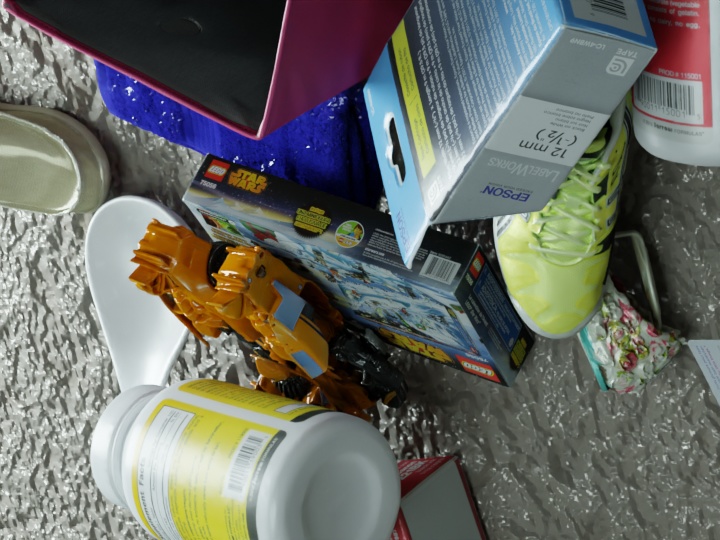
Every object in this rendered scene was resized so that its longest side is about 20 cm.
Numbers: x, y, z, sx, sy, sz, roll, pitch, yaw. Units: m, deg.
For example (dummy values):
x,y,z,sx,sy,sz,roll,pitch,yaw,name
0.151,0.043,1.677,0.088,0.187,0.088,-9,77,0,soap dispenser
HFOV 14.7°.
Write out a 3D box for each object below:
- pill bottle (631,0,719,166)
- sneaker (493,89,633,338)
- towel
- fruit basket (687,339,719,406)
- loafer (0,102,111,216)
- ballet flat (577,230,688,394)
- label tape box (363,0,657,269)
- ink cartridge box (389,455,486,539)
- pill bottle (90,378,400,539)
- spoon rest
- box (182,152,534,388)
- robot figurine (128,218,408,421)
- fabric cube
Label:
x,y,z,sx,sy,sz,roll,pitch,yaw,name
0.201,-0.166,1.524,0.112,0.112,0.200,10,115,32,pill bottle
0.116,-0.056,1.599,0.075,0.076,0.200,4,105,1,sneaker
-0.083,-0.106,1.757,0.200,0.050,0.148,25,155,21,towel
0.300,0.105,1.570,0.200,0.094,0.185,0,127,54,fruit basket
-0.261,-0.080,1.922,0.200,0.068,0.076,19,121,28,loafer
0.134,-0.020,1.680,0.064,0.076,0.200,-27,99,9,ballet flat
0.078,-0.112,1.549,0.200,0.066,0.143,122,148,-42,label tape box
-0.013,0.211,1.869,0.200,0.084,0.144,-9,106,37,ink cartridge box
-0.079,0.131,1.780,0.200,0.112,0.113,12,118,46,pill bottle
-0.138,0.045,1.898,0.099,0.061,0.200,2,113,35,spoon rest
0.000,0.000,1.742,0.200,0.040,0.137,20,161,26,box
-0.057,0.040,1.777,0.145,0.058,0.200,15,159,40,robot figurine
-0.063,-0.227,1.629,0.196,0.199,0.200,28,125,23,fabric cube
